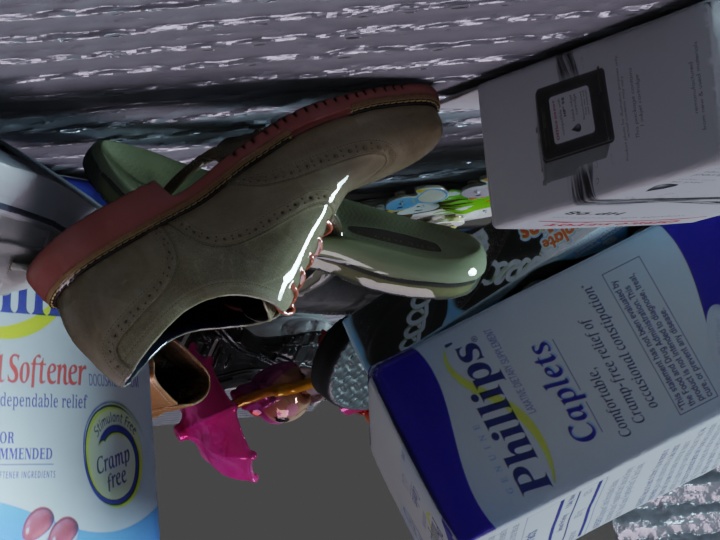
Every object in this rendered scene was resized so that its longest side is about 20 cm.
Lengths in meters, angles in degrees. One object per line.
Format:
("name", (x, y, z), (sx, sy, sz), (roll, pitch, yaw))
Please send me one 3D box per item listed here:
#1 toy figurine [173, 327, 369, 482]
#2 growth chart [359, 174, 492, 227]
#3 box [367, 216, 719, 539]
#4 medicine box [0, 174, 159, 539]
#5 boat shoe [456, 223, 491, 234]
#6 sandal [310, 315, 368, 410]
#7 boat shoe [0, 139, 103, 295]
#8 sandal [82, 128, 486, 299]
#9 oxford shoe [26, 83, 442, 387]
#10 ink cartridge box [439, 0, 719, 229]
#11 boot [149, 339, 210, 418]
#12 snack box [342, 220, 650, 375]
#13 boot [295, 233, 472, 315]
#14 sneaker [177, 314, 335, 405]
("toy figurine", (-0.029, 0.069, 1.724), (0.184, 0.151, 0.200), (-15, -176, 24))
("growth chart", (0.043, -0.032, 1.516), (0.200, 0.018, 0.145), (-9, 172, 23))
("box", (0.112, 0.072, 1.382), (0.200, 0.105, 0.184), (-27, 165, -7))
("medicine box", (-0.190, 0.056, 1.272), (0.103, 0.201, 0.182), (-7, 174, 28))
("boat shoe", (0.125, 0.004, 1.624), (0.199, 0.084, 0.069), (-8, 170, 0))
("sandal", (0.042, 0.049, 1.588), (0.200, 0.075, 0.048), (11, -161, -47))
("boat shoe", (-0.158, -0.019, 1.125), (0.072, 0.066, 0.200), (34, -179, 14))
("sandal", (-0.033, -0.036, 1.227), (0.200, 0.057, 0.080), (10, -155, -21))
("oxford shoe", (-0.040, -0.014, 1.131), (0.200, 0.075, 0.070), (-29, 166, -18))
("ink cartridge box", (0.132, -0.060, 1.130), (0.116, 0.067, 0.200), (-2, 173, -32))
("boot", (-0.164, 0.077, 1.620), (0.154, 0.074, 0.200), (-13, 178, 13))
("snack box", (0.099, -0.008, 1.376), (0.200, 0.037, 0.116), (-34, 163, 21))
("boot", (0.001, -0.002, 1.418), (0.200, 0.073, 0.182), (13, 172, -35))
("sneaker", (-0.097, 0.042, 1.801), (0.200, 0.074, 0.079), (15, -159, -39))
